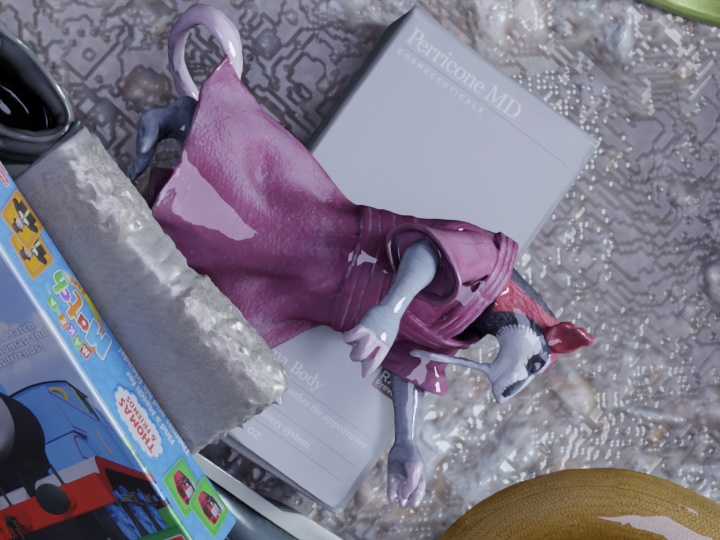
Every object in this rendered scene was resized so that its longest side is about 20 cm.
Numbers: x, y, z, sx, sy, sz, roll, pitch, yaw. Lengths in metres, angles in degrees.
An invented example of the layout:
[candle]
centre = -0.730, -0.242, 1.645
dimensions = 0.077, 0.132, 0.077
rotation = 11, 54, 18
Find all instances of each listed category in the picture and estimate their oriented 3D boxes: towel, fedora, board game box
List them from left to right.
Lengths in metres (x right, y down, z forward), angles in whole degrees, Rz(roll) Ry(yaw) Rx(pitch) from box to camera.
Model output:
[board game box]
centre = -0.163, 0.047, 1.062
dimensions = 0.151, 0.037, 0.200
rotation = -21, 109, 31
[towel]
centre = -0.122, 0.034, 1.094
dimensions = 0.133, 0.200, 0.034
rotation = 50, 46, -7
[fedora]
centre = 0.111, 0.174, 1.189
dimensions = 0.200, 0.082, 0.201
rotation = 3, 105, 10

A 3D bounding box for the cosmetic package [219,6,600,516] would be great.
[cosmetic package]
centre = 0.003, -0.005, 1.189
dimensions = 0.107, 0.090, 0.200
rotation = 34, 88, -4

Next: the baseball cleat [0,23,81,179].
[baseball cleat]
centre = -0.207, -0.105, 1.144
dimensions = 0.200, 0.106, 0.070
rotation = 24, 73, -13

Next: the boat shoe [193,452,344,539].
[boat shoe]
centre = -0.082, 0.108, 1.184
dimensions = 0.200, 0.073, 0.062
rotation = 32, 82, -13

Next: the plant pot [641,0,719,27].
[plant pot]
centre = 0.205, -0.219, 1.179
dimensions = 0.200, 0.200, 0.190
rotation = 12, 78, -9

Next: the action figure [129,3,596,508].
[action figure]
centre = 0.000, 0.000, 1.112
dimensions = 0.200, 0.134, 0.149
rotation = 12, 60, -4
